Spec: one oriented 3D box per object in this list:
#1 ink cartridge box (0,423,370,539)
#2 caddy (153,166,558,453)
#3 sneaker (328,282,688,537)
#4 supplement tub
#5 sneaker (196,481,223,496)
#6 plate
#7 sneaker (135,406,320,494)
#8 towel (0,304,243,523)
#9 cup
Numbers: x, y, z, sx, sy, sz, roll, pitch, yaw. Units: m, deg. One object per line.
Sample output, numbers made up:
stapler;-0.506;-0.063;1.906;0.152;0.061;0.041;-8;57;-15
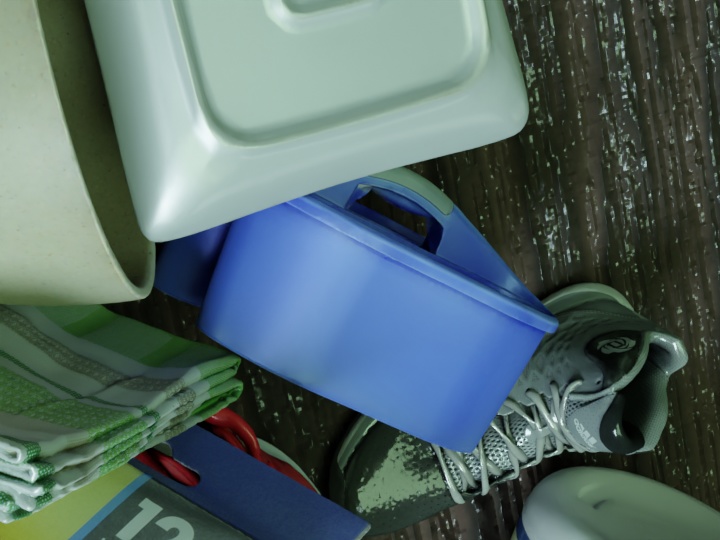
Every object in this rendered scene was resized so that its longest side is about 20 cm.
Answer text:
ink cartridge box;-0.131;0.106;0.773;0.200;0.197;0.047;-44;149;-35
caddy;0.000;0.000;0.926;0.199;0.141;0.105;26;96;-31
sneaker;0.083;0.078;1.003;0.199;0.115;0.075;-35;117;-16
supplement tub;0.123;0.221;1.036;0.144;0.145;0.201;10;110;-29
sneaker;-0.011;0.168;0.891;0.071;0.112;0.200;-55;155;-14
plate;-0.022;-0.133;0.823;0.199;0.032;0.201;-18;99;-28
sneaker;-0.066;0.110;0.933;0.200;0.115;0.079;38;85;-30
towel;-0.146;0.035;0.800;0.200;0.148;0.031;-27;139;-67
cup;-0.177;-0.072;0.803;0.142;0.200;0.202;-12;111;3
